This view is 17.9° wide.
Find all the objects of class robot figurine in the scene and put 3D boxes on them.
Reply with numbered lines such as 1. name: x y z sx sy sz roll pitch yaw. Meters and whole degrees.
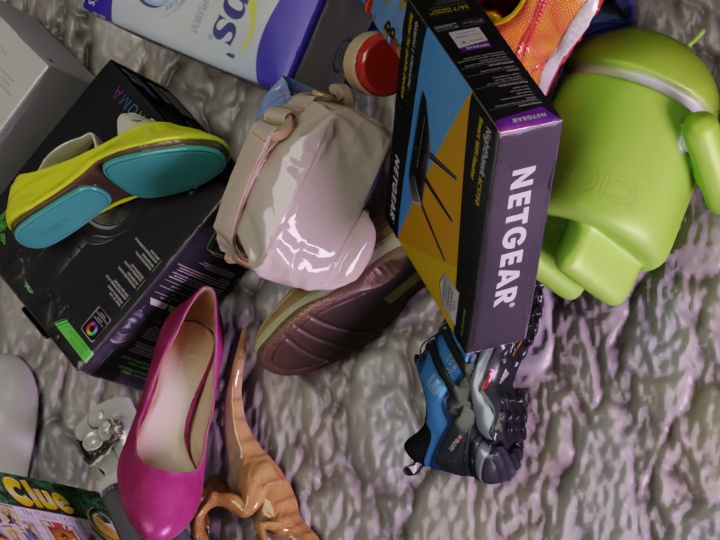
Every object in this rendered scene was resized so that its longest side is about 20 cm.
1. robot figurine: 0.179 -0.079 1.588 0.175 0.115 0.201 7 70 50

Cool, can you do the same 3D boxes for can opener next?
1. can opener: -0.164 0.178 1.737 0.052 0.067 0.200 -33 49 3

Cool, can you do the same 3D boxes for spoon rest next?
1. spoon rest: -0.304 0.160 1.848 0.099 0.061 0.201 -16 57 23

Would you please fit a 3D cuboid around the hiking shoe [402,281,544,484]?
1. hiking shoe: 0.078 0.051 1.642 0.086 0.074 0.201 5 80 25

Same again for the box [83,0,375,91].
1. box: -0.083 -0.244 1.775 0.199 0.105 0.185 24 91 23

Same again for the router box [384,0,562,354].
1. router box: 0.072 -0.067 1.540 0.051 0.201 0.149 -14 46 -19

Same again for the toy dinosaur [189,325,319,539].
1. toy dinosaur: -0.084 0.158 1.727 0.106 0.060 0.201 -29 75 6

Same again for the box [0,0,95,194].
1. box: -0.322 -0.113 1.892 0.124 0.097 0.200 44 101 30

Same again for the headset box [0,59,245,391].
1. headset box: -0.190 -0.030 1.802 0.200 0.093 0.174 -48 60 11

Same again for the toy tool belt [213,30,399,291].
1. toy tool belt: -0.039 -0.088 1.677 0.123 0.124 0.201 24 91 60

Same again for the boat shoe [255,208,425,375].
1. boat shoe: 0.000 0.000 1.713 0.199 0.072 0.076 -34 50 9

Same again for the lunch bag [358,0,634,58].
1. lunch bag: 0.098 -0.229 1.647 0.151 0.199 0.094 57 144 39

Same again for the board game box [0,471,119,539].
1. board game box: -0.230 0.198 1.705 0.023 0.200 0.105 -47 61 12

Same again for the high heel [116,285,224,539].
1. high heel: -0.134 0.105 1.696 0.067 0.201 0.096 17 130 -3

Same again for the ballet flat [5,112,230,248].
1. ballet flat: -0.187 -0.081 1.723 0.199 0.067 0.067 -22 54 25

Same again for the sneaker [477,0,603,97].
1. sneaker: 0.106 -0.153 1.571 0.077 0.073 0.201 24 132 -1
